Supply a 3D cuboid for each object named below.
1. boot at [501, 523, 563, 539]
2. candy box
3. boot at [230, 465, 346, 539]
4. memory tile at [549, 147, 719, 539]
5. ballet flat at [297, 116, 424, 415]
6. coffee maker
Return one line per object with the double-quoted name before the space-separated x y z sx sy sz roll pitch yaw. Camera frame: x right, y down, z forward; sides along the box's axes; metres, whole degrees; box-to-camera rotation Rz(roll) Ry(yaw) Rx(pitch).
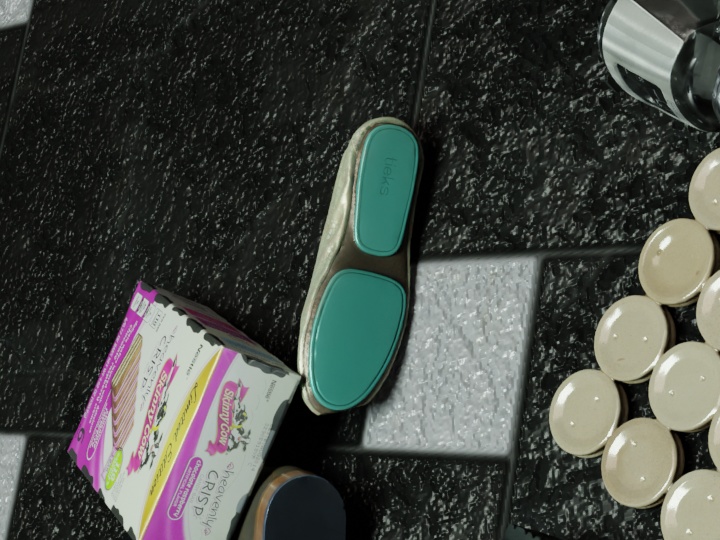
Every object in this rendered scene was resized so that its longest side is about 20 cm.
"boot" 0.118 0.240 0.898 0.200 0.076 0.169 27 90 40
"candy box" -0.122 0.096 1.161 0.137 0.061 0.200 -67 25 2
"boot" -0.060 0.218 1.108 0.097 0.074 0.201 -164 87 -69
"memory tile" 0.192 0.042 0.947 0.153 0.017 0.200 41 105 45
"ballet flat" 0.000 0.000 1.133 0.062 0.067 0.201 159 128 -70
"coffee maker" 0.249 -0.118 0.893 0.192 0.135 0.200 -30 47 -10
